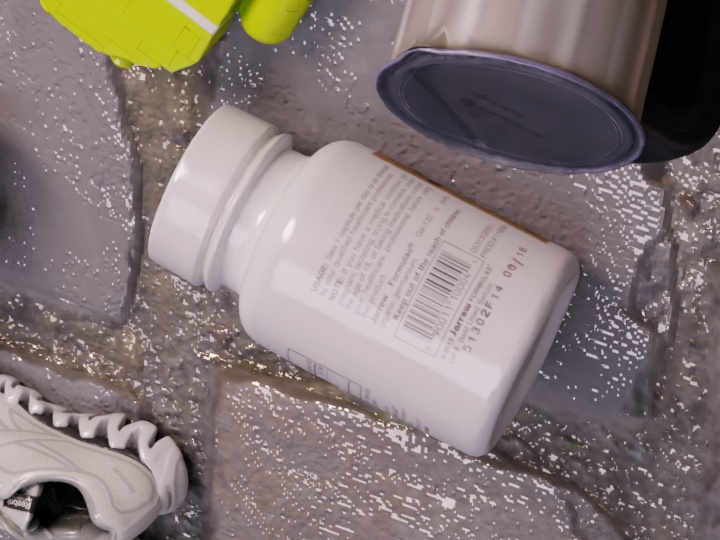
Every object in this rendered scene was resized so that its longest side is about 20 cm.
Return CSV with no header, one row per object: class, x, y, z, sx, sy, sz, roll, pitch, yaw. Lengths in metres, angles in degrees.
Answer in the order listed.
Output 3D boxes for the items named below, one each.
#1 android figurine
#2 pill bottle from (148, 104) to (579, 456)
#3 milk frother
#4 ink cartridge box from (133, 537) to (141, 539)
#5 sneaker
android figurine,-0.100,-0.180,1.466,0.182,0.041,0.200,35,132,2
pill bottle,0.000,0.000,1.490,0.199,0.114,0.115,27,132,9
milk frother,0.129,-0.147,1.242,0.180,0.189,0.200,22,161,-23
ink cartridge box,-0.151,0.247,1.789,0.160,0.047,0.200,32,130,-1
sneaker,-0.202,0.112,1.708,0.199,0.081,0.075,12,129,23
